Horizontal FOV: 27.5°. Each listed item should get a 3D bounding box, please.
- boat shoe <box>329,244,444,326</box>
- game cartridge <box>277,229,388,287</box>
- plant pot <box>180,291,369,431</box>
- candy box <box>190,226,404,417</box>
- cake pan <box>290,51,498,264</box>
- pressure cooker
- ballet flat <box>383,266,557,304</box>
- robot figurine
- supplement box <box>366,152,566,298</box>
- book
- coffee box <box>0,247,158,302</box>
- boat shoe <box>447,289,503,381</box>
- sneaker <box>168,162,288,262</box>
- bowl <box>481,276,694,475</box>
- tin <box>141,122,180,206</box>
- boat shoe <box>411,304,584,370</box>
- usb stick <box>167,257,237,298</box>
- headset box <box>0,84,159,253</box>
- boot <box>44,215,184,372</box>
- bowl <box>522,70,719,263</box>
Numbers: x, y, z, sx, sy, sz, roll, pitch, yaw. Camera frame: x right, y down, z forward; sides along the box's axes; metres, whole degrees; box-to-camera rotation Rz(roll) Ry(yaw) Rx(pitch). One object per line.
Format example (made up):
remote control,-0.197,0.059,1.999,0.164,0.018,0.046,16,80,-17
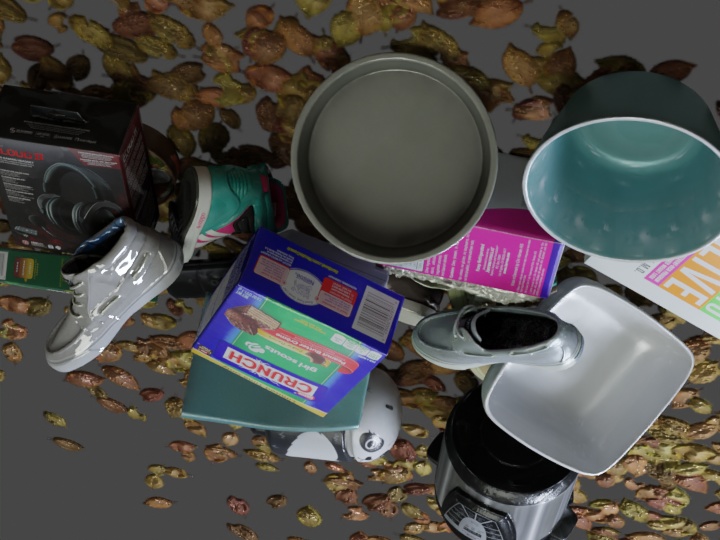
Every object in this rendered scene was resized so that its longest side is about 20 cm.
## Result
boat shoe,0.000,0.000,1.649,0.199,0.060,0.072,22,163,-6
game cartridge,-0.050,0.014,1.589,0.132,0.042,0.200,17,162,-5
plant pot,-0.089,0.117,1.692,0.198,0.143,0.141,11,175,1
candy box,-0.070,0.057,1.527,0.168,0.077,0.200,26,152,-9
cake pan,0.033,-0.107,1.417,0.199,0.202,0.037,11,-174,5
pressure cooker,0.181,0.252,1.822,0.177,0.177,0.201,-8,146,-11
ballet flat,0.112,-0.002,1.566,0.198,0.072,0.072,17,144,8
robot figurine,-0.047,0.176,1.838,0.198,0.150,0.126,4,111,14
supplement box,0.109,-0.057,1.501,0.198,0.102,0.104,13,145,4
book,0.353,-0.012,1.531,0.199,0.048,0.134,27,138,-13
coffee box,-0.337,0.004,1.693,0.199,0.044,0.122,5,177,42
boat shoe,0.148,0.057,1.662,0.062,0.074,0.201,0,141,22
sneaker,-0.140,-0.062,1.592,0.120,0.084,0.200,-2,164,-18
bowl,0.244,0.109,1.646,0.199,0.075,0.200,32,104,-24
tin,-0.293,-0.122,1.608,0.198,0.042,0.112,6,147,10
boat shoe,0.135,0.062,1.555,0.199,0.071,0.072,2,154,32
usb stick,-0.142,0.007,1.729,0.198,0.033,0.056,-3,134,22
headset box,-0.300,-0.105,1.539,0.148,0.078,0.201,9,145,6
boot,-0.285,0.020,1.548,0.200,0.074,0.095,-42,134,14
bowl,0.257,-0.109,1.379,0.199,0.106,0.201,10,144,7
